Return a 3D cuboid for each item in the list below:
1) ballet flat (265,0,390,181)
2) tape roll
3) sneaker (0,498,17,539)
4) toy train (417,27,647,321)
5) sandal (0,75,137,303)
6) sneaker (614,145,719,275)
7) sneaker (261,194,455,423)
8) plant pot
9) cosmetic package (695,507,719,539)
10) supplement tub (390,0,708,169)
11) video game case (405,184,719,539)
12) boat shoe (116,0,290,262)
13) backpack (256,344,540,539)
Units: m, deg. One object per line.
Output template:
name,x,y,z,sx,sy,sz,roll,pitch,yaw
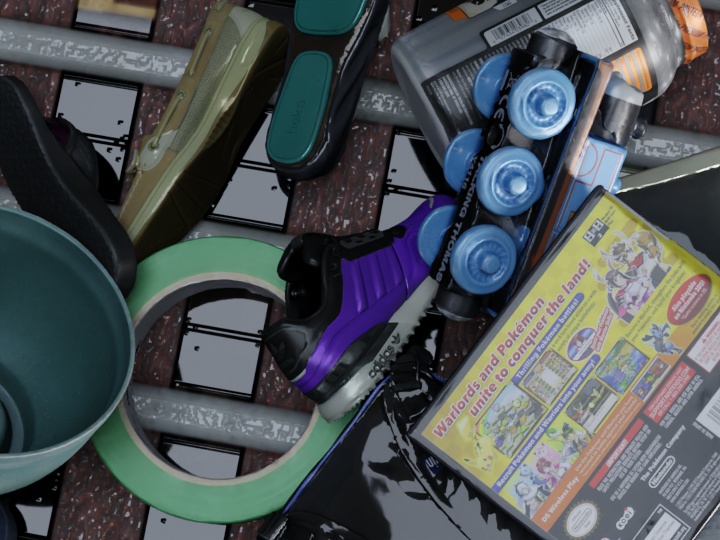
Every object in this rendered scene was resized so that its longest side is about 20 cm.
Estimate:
ballet flat,-0.018,-0.157,1.273,0.073,0.073,0.200,15,83,5
tape roll,-0.096,0.078,1.247,0.200,0.048,0.201,0,81,2
sneaker,-0.330,0.142,1.229,0.200,0.082,0.070,34,84,7
toy train,0.116,-0.055,1.155,0.114,0.087,0.200,16,99,-24
sandal,-0.207,-0.058,1.259,0.048,0.075,0.200,-15,58,-38
sneaker,0.196,-0.008,1.234,0.200,0.075,0.106,-21,78,-2
sneaker,0.000,0.000,1.202,0.100,0.070,0.200,41,53,-9
plant pot,-0.265,0.072,1.178,0.200,0.134,0.200,15,48,-17
cosmetic package,0.265,0.121,1.167,0.074,0.102,0.200,34,65,-19
supplement tub,0.132,-0.149,1.236,0.200,0.123,0.123,-27,81,-3
video game case,0.160,0.079,1.104,0.181,0.026,0.200,38,86,2
boat shoe,-0.124,-0.100,1.268,0.063,0.073,0.201,27,83,18
backpack,0.060,0.184,1.173,0.200,0.147,0.183,38,87,10
